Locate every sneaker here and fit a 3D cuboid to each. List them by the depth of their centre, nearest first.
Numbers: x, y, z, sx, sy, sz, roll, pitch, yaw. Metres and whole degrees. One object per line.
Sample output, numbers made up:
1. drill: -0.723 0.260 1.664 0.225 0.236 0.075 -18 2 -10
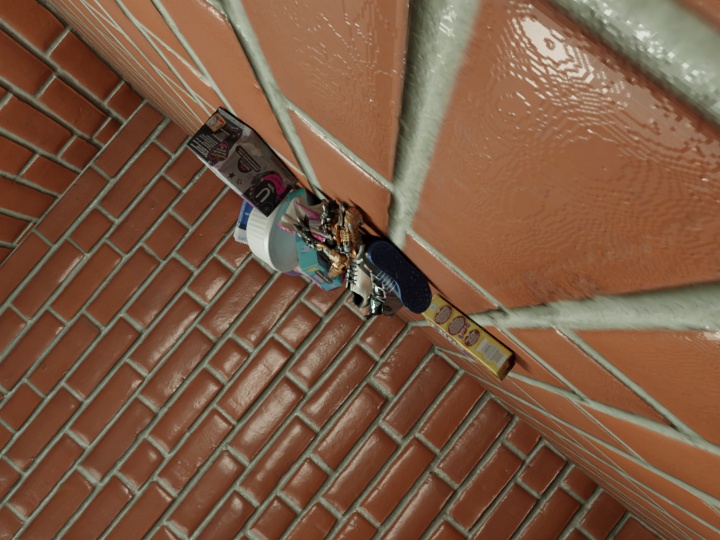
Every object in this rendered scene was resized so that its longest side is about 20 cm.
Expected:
1. sneaker: 0.067 0.002 1.028 0.200 0.070 0.078 51 175 -31
2. sneaker: -0.066 -0.099 1.092 0.198 0.089 0.081 18 -179 -17
3. sneaker: 0.044 0.048 1.178 0.078 0.140 0.200 35 175 45
4. sneaker: 0.000 0.004 1.215 0.073 0.080 0.202 25 139 50

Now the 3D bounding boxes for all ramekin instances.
1. ramekin: -0.203 -0.105 1.339 0.094 0.204 0.202 20 167 27

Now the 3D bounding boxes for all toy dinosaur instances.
1. toy dinosaur: -0.049 -0.053 0.982 0.136 0.201 0.102 42 -144 21

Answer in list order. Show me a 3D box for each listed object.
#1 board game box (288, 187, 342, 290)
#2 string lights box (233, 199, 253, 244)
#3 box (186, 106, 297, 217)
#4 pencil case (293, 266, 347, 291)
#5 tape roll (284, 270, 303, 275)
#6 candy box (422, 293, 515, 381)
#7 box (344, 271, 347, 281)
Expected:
1. board game box: -0.106 -0.072 1.245 0.151 0.046 0.202 46 -151 -63
2. string lights box: -0.277 -0.173 1.381 0.058 0.202 0.103 16 -174 -19
3. box: -0.252 -0.228 1.141 0.132 0.115 0.200 39 177 30
4. pencil case: -0.118 -0.010 1.422 0.087 0.088 0.199 42 171 -35
5. tape roll: -0.201 -0.091 1.640 0.200 0.200 0.085 42 177 -32
6. candy box: 0.226 0.141 1.100 0.199 0.057 0.117 38 176 26
7. box: 0.022 0.015 1.402 0.100 0.096 0.200 42 176 -41
